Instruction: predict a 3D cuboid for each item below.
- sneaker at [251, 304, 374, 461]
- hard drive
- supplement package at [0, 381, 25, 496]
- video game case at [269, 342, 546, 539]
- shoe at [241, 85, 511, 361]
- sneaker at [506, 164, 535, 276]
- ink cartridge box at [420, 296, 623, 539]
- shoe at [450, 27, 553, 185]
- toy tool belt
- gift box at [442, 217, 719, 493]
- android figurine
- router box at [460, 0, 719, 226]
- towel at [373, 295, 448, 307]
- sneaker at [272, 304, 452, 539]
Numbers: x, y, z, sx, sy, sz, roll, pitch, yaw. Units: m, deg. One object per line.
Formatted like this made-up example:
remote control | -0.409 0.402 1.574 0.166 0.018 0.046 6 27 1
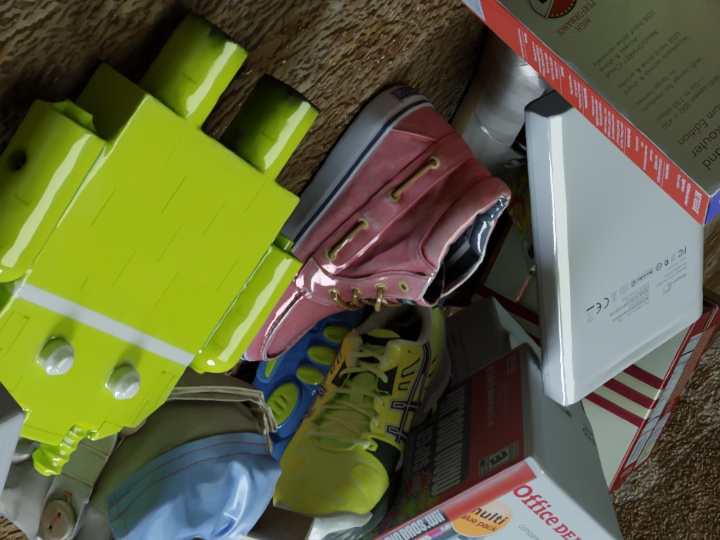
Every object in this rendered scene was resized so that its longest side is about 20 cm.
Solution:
sneaker | -0.051 0.096 0.914 0.200 0.071 0.083 -53 154 17
hard drive | 0.158 -0.030 0.834 0.132 0.026 0.201 -29 128 -28
supplement package | -0.226 0.074 0.419 0.200 0.120 0.121 -28 157 -41
video game case | 0.022 0.125 0.834 0.199 0.017 0.143 -31 -164 17
shoe | 0.000 0.000 0.781 0.071 0.091 0.200 -14 145 -57
sneaker | 0.131 -0.057 0.933 0.078 0.091 0.200 -18 170 -7
ink cartridge box | 0.055 0.146 0.960 0.199 0.145 0.145 -30 134 19
shoe | 0.097 -0.096 0.838 0.070 0.053 0.200 -36 160 -22
toy tool belt | -0.114 0.117 0.663 0.200 0.123 0.125 -18 148 -54
gift box | 0.160 0.068 1.108 0.201 0.186 0.184 -63 160 9
android figurine | -0.096 -0.004 0.578 0.201 0.041 0.182 -56 148 -1
router box | 0.177 -0.155 0.682 0.200 0.180 0.049 -43 162 -4
towel | 0.007 0.054 1.021 0.147 0.024 0.200 -22 152 -47
sneaker | -0.003 0.078 0.809 0.200 0.075 0.077 -60 151 -52
